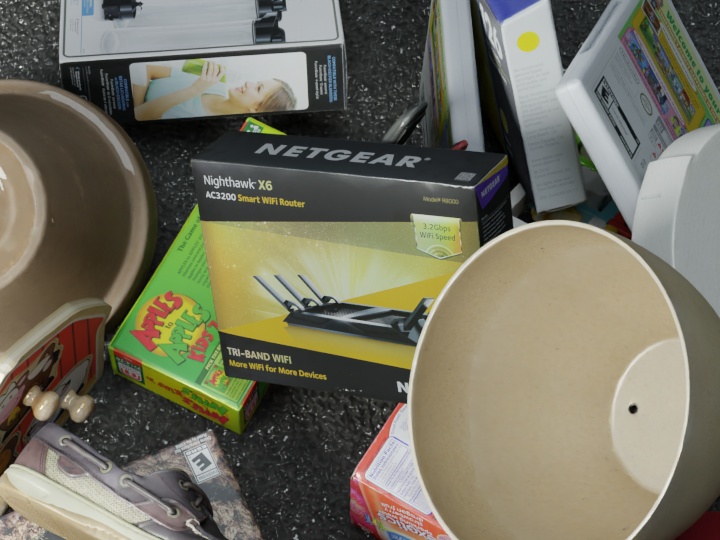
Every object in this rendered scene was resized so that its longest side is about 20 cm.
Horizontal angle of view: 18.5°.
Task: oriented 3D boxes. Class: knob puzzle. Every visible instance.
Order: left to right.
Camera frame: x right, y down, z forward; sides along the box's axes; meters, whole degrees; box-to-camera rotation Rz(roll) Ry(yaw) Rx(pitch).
[{"bbox_3d":[-0.212,0.100,1.397,0.030,0.220,0.220,33,69,9],"label":"knob puzzle"}]

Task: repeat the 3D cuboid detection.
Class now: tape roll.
[{"bbox_3d":[0.249,0.003,1.398,0.203,0.037,0.203,8,78,-41],"label":"tape roll"}]

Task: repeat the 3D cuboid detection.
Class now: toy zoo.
[{"bbox_3d":[0.166,-0.027,1.499,0.131,0.020,0.200,29,33,12],"label":"toy zoo"}]

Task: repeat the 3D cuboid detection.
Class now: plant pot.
[{"bbox_3d":[-0.244,-0.033,1.441,0.200,0.175,0.200,0,88,5],"label":"plant pot"},{"bbox_3d":[0.145,0.078,1.272,0.134,0.200,0.200,9,54,-46],"label":"plant pot"}]

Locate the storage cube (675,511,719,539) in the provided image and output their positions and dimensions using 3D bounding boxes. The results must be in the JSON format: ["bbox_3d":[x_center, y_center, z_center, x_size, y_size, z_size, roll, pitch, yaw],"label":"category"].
[{"bbox_3d":[0.177,0.247,1.312,0.200,0.180,0.171,1,101,-1],"label":"storage cube"}]

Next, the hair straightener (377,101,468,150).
[{"bbox_3d":[-0.016,-0.047,1.428,0.077,0.200,0.041,46,41,0],"label":"hair straightener"}]

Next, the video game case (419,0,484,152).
[{"bbox_3d":[0.063,-0.082,1.494,0.022,0.182,0.200,-2,65,-3],"label":"video game case"}]

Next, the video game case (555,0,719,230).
[{"bbox_3d":[0.205,-0.078,1.454,0.022,0.200,0.182,-19,21,32],"label":"video game case"}]

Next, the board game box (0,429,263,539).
[{"bbox_3d":[-0.124,0.230,1.393,0.159,0.097,0.200,-23,67,-11],"label":"board game box"}]

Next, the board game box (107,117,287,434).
[{"bbox_3d":[-0.080,0.002,1.528,0.102,0.048,0.200,25,67,11],"label":"board game box"}]

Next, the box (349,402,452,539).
[{"bbox_3d":[0.085,0.098,1.458,0.100,0.095,0.200,29,67,12],"label":"box"}]

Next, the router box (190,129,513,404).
[{"bbox_3d":[0.000,0.000,1.383,0.200,0.157,0.052,6,28,28],"label":"router box"}]

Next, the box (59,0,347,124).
[{"bbox_3d":[-0.112,-0.164,1.576,0.200,0.060,0.117,-3,40,-2],"label":"box"}]

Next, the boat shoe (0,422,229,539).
[{"bbox_3d":[-0.123,0.149,1.340,0.200,0.072,0.065,21,71,15],"label":"boat shoe"}]

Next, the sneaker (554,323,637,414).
[{"bbox_3d":[0.189,0.083,1.407,0.081,0.200,0.074,11,67,45],"label":"sneaker"}]

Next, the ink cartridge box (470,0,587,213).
[{"bbox_3d":[0.096,-0.170,1.485,0.047,0.200,0.198,-16,32,-1],"label":"ink cartridge box"}]
